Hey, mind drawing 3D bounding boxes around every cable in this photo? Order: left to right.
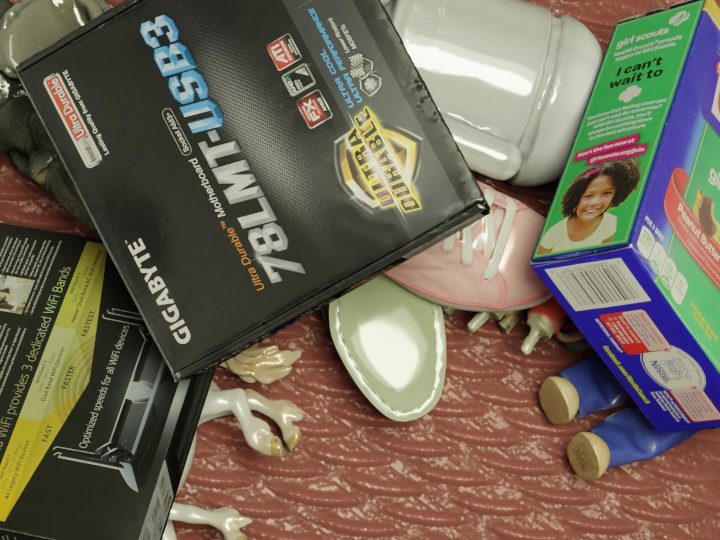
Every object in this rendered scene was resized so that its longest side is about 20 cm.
[{"bbox_3d":[0.142,-0.030,1.113,0.097,0.050,0.201,28,79,31],"label":"cable"}]

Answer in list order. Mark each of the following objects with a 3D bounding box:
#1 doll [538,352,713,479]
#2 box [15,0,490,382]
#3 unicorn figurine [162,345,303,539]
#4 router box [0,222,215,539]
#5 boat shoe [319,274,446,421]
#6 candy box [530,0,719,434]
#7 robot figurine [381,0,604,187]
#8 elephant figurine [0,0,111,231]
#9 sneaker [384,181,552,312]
[{"bbox_3d":[0.220,0.072,1.114,0.199,0.049,0.137,-22,74,-18],"label":"doll"},{"bbox_3d":[-0.059,-0.072,0.955,0.198,0.050,0.201,-28,84,5],"label":"box"},{"bbox_3d":[-0.123,0.122,1.051,0.137,0.074,0.201,24,62,6],"label":"unicorn figurine"},{"bbox_3d":[-0.174,0.074,1.004,0.156,0.052,0.201,10,56,8],"label":"router box"},{"bbox_3d":[0.000,0.000,1.090,0.071,0.061,0.203,-18,82,-11],"label":"boat shoe"},{"bbox_3d":[0.196,-0.032,1.046,0.169,0.077,0.201,49,47,-34],"label":"candy box"},{"bbox_3d":[0.072,-0.120,1.097,0.198,0.113,0.170,16,44,-5],"label":"robot figurine"},{"bbox_3d":[-0.189,-0.098,1.051,0.198,0.142,0.156,11,98,-3],"label":"elephant figurine"},{"bbox_3d":[0.038,-0.035,1.019,0.199,0.105,0.076,20,74,-5],"label":"sneaker"}]
